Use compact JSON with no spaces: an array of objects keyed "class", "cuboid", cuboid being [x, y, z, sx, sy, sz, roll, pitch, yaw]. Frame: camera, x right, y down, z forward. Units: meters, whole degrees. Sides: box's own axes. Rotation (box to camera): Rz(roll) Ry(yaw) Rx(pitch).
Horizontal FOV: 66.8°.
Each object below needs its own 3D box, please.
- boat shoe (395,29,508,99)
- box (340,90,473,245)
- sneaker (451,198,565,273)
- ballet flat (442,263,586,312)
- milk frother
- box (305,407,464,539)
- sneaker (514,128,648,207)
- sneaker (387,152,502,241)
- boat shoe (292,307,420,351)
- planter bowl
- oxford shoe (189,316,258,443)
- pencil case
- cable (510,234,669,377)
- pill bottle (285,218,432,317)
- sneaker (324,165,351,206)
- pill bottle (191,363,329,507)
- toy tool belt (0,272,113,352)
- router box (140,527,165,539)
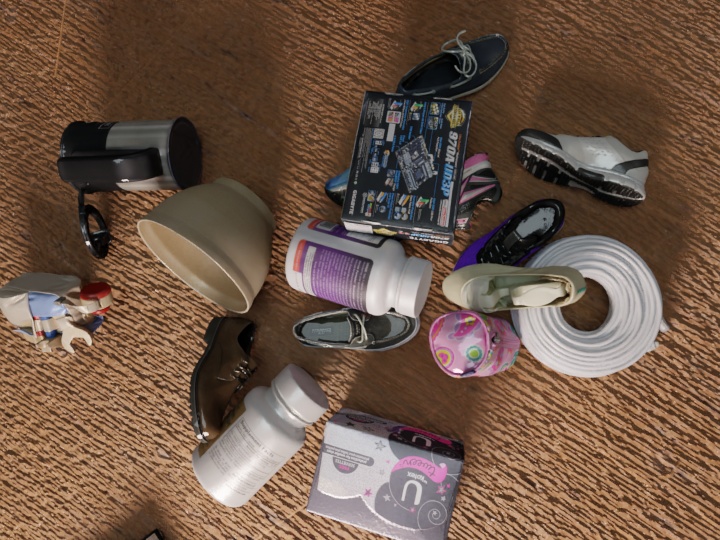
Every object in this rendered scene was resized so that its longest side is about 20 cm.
[{"class":"boat shoe","cuboid":[0.140,-0.306,0.825,0.198,0.062,0.076,-26,73,-3]},{"class":"box","cuboid":[0.067,-0.147,0.769,0.156,0.046,0.203,8,77,9]},{"class":"sneaker","cuboid":[0.208,-0.037,0.783,0.200,0.099,0.070,-41,81,8]},{"class":"ballet flat","cuboid":[0.197,0.027,0.736,0.197,0.069,0.071,-6,85,30]},{"class":"milk frother","cuboid":[-0.366,-0.132,0.885,0.185,0.182,0.202,1,129,10]},{"class":"box","cuboid":[0.040,0.292,0.784,0.197,0.115,0.134,13,89,10]},{"class":"sneaker","cuboid":[0.322,-0.165,0.798,0.198,0.074,0.081,24,76,6]},{"class":"sneaker","cuboid":[0.125,-0.088,0.814,0.199,0.080,0.087,-35,86,8]},{"class":"boat shoe","cuboid":[-0.008,0.092,0.827,0.197,0.071,0.073,-9,85,8]},{"class":"planter bowl","cuboid":[-0.210,-0.051,0.824,0.199,0.201,0.135,31,65,10]},{"class":"oxford shoe","cuboid":[-0.200,0.154,0.814,0.083,0.073,0.202,-3,55,13]},{"class":"pencil case","cuboid":[0.159,0.099,0.734,0.086,0.199,0.089,-4,80,25]},{"class":"cable","cuboid":[0.318,0.051,0.776,0.198,0.069,0.202,-27,83,7]},{"class":"pill bottle","cuboid":[0.000,0.000,0.799,0.197,0.111,0.113,17,89,19]},{"class":"sneaker","cuboid":[0.032,-0.168,0.847,0.198,0.079,0.091,-27,69,0]},{"class":"pill bottle","cuboid":[-0.146,0.241,0.819,0.200,0.114,0.114,-45,81,4]},{"class":"toy tool belt","cuboid":[-0.486,0.075,0.899,0.197,0.125,0.125,4,118,13]},{"class":"router box","cuboid":[-0.368,0.537,0.863,0.199,0.062,0.151,-38,83,5]}]
